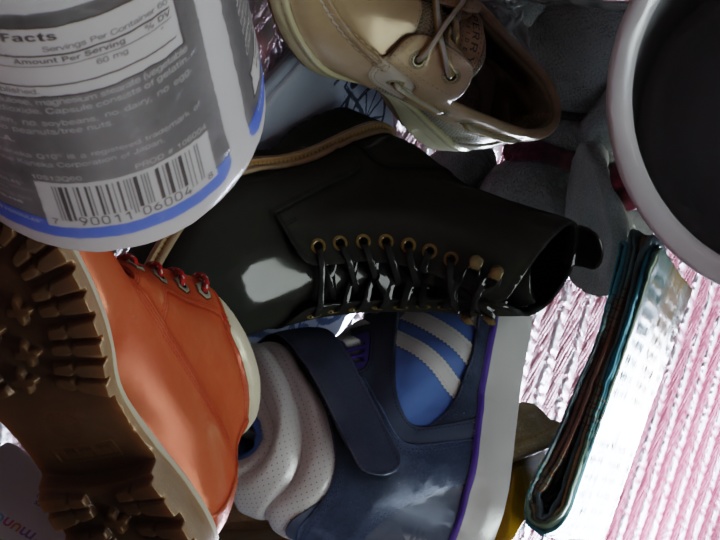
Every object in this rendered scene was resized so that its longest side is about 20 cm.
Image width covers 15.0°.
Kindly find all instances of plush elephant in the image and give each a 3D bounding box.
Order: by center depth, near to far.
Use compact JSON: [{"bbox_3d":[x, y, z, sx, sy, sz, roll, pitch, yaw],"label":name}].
[{"bbox_3d":[0.115,-0.058,1.400,0.199,0.164,0.156,2,101,-37],"label":"plush elephant"}]

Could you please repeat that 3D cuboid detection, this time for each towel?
[{"bbox_3d":[0.123,0.061,1.331,0.200,0.022,0.147,29,81,-77],"label":"towel"}]

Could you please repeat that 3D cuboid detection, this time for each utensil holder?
[{"bbox_3d":[0.192,-0.069,1.210,0.171,0.169,0.200,-65,175,2],"label":"utensil holder"}]

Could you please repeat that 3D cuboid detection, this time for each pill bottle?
[{"bbox_3d":[-0.097,-0.104,0.883,0.114,0.113,0.200,-54,158,-25],"label":"pill bottle"}]

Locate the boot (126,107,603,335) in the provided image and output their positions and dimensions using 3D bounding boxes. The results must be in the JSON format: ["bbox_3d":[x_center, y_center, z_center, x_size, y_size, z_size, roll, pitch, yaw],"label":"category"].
[{"bbox_3d":[0.000,0.000,1.157,0.200,0.138,0.078,-40,144,-43],"label":"boot"}]

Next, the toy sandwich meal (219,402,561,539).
[{"bbox_3d":[0.014,0.117,1.321,0.205,0.204,0.071,-16,93,-64],"label":"toy sandwich meal"}]

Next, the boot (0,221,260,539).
[{"bbox_3d":[-0.099,0.019,1.044,0.107,0.075,0.201,-62,139,-43],"label":"boot"}]

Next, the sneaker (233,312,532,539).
[{"bbox_3d":[-0.006,0.035,1.216,0.081,0.146,0.201,123,-21,-48],"label":"sneaker"}]

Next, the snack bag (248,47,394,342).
[{"bbox_3d":[-0.040,-0.016,1.253,0.189,0.021,0.201,-51,151,-30],"label":"snack bag"}]

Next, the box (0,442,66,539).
[{"bbox_3d":[-0.131,0.188,1.144,0.101,0.112,0.201,-47,153,-37],"label":"box"}]

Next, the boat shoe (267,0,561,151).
[{"bbox_3d":[0.026,-0.106,1.197,0.200,0.065,0.073,38,63,-54],"label":"boat shoe"}]
